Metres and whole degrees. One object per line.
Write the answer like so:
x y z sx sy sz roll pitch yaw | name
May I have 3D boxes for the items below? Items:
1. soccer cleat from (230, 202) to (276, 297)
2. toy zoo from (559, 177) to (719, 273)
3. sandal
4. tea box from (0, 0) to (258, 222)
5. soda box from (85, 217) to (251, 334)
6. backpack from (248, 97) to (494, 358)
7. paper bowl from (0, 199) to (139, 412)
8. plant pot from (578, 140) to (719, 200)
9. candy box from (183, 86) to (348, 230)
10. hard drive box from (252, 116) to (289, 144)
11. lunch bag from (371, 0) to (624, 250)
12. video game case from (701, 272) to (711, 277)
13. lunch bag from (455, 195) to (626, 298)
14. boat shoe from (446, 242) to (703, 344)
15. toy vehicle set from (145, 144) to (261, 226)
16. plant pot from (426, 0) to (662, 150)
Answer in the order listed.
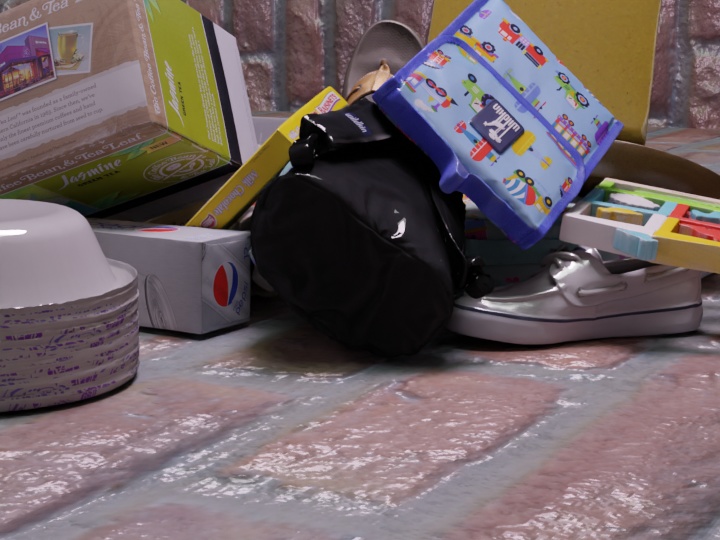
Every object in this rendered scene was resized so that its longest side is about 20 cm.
-0.084 -0.014 1.216 0.069 0.078 0.200 36 -11 -10 | soccer cleat
0.221 -0.031 1.075 0.130 0.021 0.200 12 16 16 | toy zoo
0.007 -0.120 1.219 0.081 0.201 0.055 20 -18 10 | sandal
-0.212 -0.122 1.175 0.198 0.135 0.196 -18 -16 19 | tea box
-0.178 0.000 1.099 0.198 0.069 0.063 6 10 30 | soda box
0.000 -0.033 1.035 0.167 0.127 0.200 42 20 -9 | backpack
-0.236 0.015 0.909 0.198 0.106 0.201 1 11 0 | paper bowl
0.226 -0.064 1.278 0.198 0.028 0.200 15 -13 4 | plant pot
-0.095 -0.056 1.136 0.200 0.026 0.102 -42 6 33 | candy box
-0.057 -0.106 1.574 0.198 0.078 0.156 5 -9 22 | hard drive box
0.089 -0.099 1.074 0.094 0.151 0.200 -43 3 32 | lunch bag
0.236 -0.019 1.365 0.198 0.024 0.182 7 12 31 | video game case
0.115 -0.018 1.197 0.198 0.078 0.160 0 11 -6 | lunch bag
0.152 0.012 1.054 0.198 0.066 0.073 -4 11 -24 | boat shoe
-0.162 -0.055 1.317 0.199 0.027 0.124 -28 17 -13 | toy vehicle set
0.158 -0.182 1.314 0.198 0.198 0.194 7 -14 8 | plant pot
